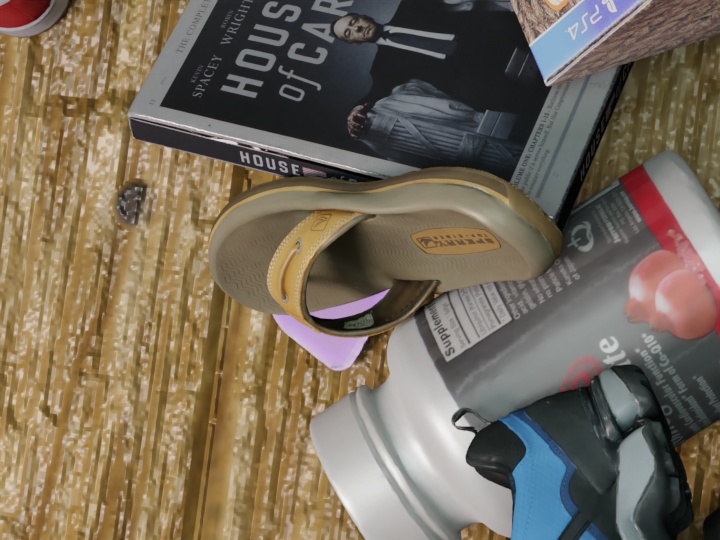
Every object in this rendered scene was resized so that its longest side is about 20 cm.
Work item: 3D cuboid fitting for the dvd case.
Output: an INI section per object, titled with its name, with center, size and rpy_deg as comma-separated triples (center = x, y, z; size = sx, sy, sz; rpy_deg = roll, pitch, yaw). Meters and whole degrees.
[dvd case]
center = 0.017, -0.096, 1.041
size = 0.199, 0.025, 0.151
rpy_deg = 15, 58, 17

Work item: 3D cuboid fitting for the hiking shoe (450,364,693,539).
[hiking shoe]
center = 0.096, 0.138, 0.916
size = 0.086, 0.074, 0.201
rpy_deg = -17, 59, 11

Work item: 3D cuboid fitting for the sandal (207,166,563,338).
[sandal]
center = 0.000, 0.000, 1.001
size = 0.199, 0.080, 0.054
rpy_deg = -6, 55, 47

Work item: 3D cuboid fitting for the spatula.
[spatula]
center = 0.027, -0.049, 1.082
size = 0.056, 0.021, 0.200
rpy_deg = 36, 93, 17

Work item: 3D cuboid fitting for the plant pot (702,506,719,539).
[plant pot]
center = 0.252, 0.134, 0.948
size = 0.177, 0.199, 0.201
rpy_deg = -23, 82, 21

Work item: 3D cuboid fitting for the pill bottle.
[pill bottle]
center = 0.081, 0.046, 1.020
size = 0.199, 0.111, 0.111
rpy_deg = -33, 81, 7

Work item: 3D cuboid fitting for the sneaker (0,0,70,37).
[sneaker]
center = -0.225, -0.191, 1.096
size = 0.200, 0.112, 0.071
rpy_deg = 40, 94, 11

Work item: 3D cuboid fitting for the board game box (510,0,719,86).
[board game box]
center = 0.124, -0.203, 0.999
size = 0.159, 0.097, 0.201
rpy_deg = -17, 80, -28
